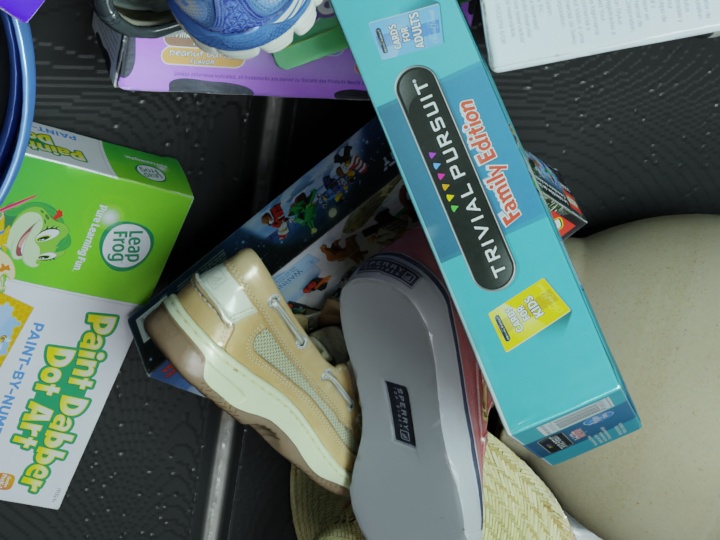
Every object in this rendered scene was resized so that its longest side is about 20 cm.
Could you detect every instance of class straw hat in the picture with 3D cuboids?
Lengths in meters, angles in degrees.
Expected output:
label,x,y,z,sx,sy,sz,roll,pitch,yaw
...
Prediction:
label,x,y,z,sx,sy,sz,roll,pitch,yaw
straw hat,0.016,0.170,0.958,0.085,0.200,0.202,-28,139,-51

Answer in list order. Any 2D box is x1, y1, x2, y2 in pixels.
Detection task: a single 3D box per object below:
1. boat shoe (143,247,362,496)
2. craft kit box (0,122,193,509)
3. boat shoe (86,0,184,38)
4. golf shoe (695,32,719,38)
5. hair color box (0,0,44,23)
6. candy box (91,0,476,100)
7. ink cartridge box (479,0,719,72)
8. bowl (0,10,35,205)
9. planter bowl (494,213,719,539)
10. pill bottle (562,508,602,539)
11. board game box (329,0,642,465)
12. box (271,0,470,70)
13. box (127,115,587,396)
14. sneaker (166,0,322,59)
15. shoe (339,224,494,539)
label,x,y,z,sx,sy,sz,roll,pitch,yaw
boat shoe,-0.023,0.049,0.863,0.076,0.072,0.200,-45,149,0
craft kit box,-0.210,0.015,0.880,0.197,0.049,0.201,12,116,-29
boat shoe,-0.019,-0.153,0.687,0.200,0.060,0.076,-35,124,6
golf shoe,0.258,-0.161,0.919,0.199,0.078,0.095,-30,126,2
hair color box,-0.165,-0.182,0.673,0.109,0.200,0.065,33,105,-33
candy box,-0.023,-0.182,0.805,0.167,0.072,0.201,1,121,-20
ink cartridge box,0.157,-0.123,0.776,0.199,0.200,0.041,-7,97,9
bowl,-0.235,-0.087,0.759,0.199,0.039,0.202,1,105,4
planter bowl,0.150,0.055,0.962,0.134,0.200,0.201,16,117,2
pill bottle,0.080,0.206,1.061,0.114,0.114,0.201,10,117,-25
board game box,0.051,-0.026,0.721,0.047,0.201,0.151,-24,166,6
box,-0.009,-0.180,0.738,0.117,0.048,0.201,-22,127,-4
box,0.000,0.000,0.901,0.200,0.038,0.136,-38,145,19
sneaker,-0.055,-0.179,0.614,0.078,0.089,0.201,-14,84,2
shoe,0.044,0.061,0.859,0.091,0.071,0.201,-41,137,-40
